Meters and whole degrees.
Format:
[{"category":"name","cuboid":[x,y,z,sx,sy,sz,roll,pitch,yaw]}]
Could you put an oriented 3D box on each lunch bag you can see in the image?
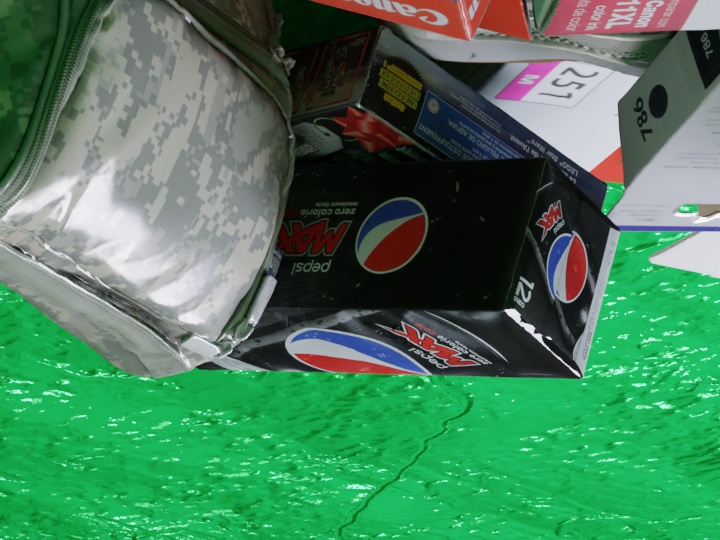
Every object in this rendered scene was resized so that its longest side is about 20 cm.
[{"category":"lunch bag","cuboid":[-0.112,-0.062,0.981,0.139,0.168,0.200,-14,157,21]}]

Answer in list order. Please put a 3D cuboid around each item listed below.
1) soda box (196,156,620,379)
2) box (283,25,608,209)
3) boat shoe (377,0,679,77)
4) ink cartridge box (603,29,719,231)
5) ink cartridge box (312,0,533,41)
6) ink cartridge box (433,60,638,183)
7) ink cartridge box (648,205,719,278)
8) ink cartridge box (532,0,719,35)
[{"category":"soda box","cuboid":[0.000,0.000,1.060,0.199,0.071,0.063,0,153,38]},{"category":"box","cuboid":[-0.012,-0.039,1.128,0.137,0.040,0.200,32,154,-32]},{"category":"boat shoe","cuboid":[0.105,-0.117,1.023,0.199,0.071,0.069,-3,160,-2]},{"category":"ink cartridge box","cuboid":[0.169,-0.081,0.997,0.099,0.039,0.200,0,149,-29]},{"category":"ink cartridge box","cuboid":[-0.006,-0.128,0.922,0.109,0.050,0.200,16,157,19]},{"category":"ink cartridge box","cuboid":[0.107,-0.070,1.180,0.173,0.044,0.200,7,155,-24]},{"category":"ink cartridge box","cuboid":[0.240,-0.037,1.254,0.199,0.068,0.115,10,153,-35]},{"category":"ink cartridge box","cuboid":[0.152,-0.157,0.835,0.199,0.146,0.083,-2,159,-7]}]
